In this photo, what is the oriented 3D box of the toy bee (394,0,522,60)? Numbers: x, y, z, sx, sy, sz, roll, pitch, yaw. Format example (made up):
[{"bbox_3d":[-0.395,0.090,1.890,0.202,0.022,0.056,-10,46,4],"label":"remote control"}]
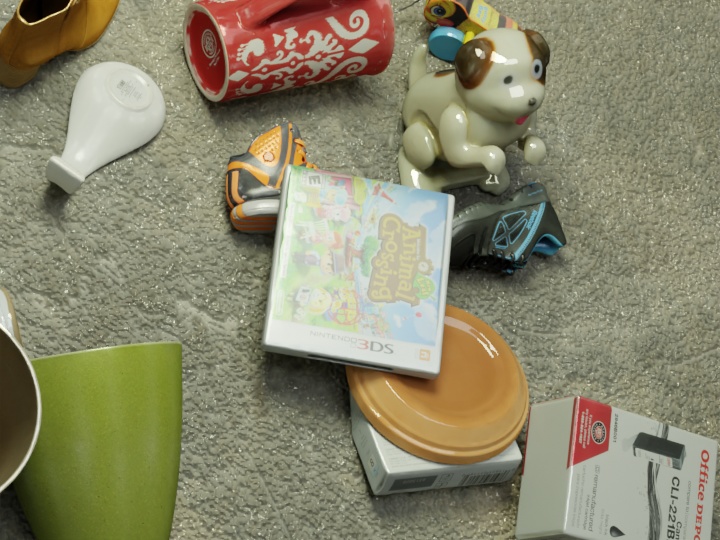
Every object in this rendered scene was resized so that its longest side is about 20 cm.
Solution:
[{"bbox_3d":[0.112,-0.289,1.963,0.199,0.109,0.131,4,67,-24],"label":"toy bee"}]

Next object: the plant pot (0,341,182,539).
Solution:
[{"bbox_3d":[-0.240,0.179,1.545,0.186,0.187,0.201,-6,84,-27],"label":"plant pot"}]

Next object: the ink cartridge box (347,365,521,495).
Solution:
[{"bbox_3d":[0.060,0.134,1.783,0.159,0.047,0.200,-3,51,-26],"label":"ink cartridge box"}]

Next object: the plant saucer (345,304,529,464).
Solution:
[{"bbox_3d":[0.084,0.106,1.759,0.199,0.038,0.201,12,48,-13],"label":"plant saucer"}]

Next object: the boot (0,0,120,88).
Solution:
[{"bbox_3d":[-0.292,-0.276,1.743,0.071,0.144,0.201,40,56,-3],"label":"boot"}]

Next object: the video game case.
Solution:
[{"bbox_3d":[0.000,0.000,1.734,0.181,0.022,0.201,10,67,-9],"label":"video game case"}]

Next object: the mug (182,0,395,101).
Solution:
[{"bbox_3d":[-0.079,-0.273,1.834,0.199,0.178,0.133,-17,44,-26],"label":"mug"}]

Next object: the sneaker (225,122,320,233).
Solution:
[{"bbox_3d":[-0.047,-0.101,1.814,0.199,0.078,0.113,2,66,-24],"label":"sneaker"}]

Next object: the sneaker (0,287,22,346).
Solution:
[{"bbox_3d":[-0.373,0.055,1.528,0.108,0.200,0.070,-14,101,-24],"label":"sneaker"}]

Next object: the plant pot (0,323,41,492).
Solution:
[{"bbox_3d":[-0.383,0.145,1.460,0.187,0.200,0.188,9,65,-19],"label":"plant pot"}]

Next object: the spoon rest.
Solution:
[{"bbox_3d":[-0.268,-0.145,1.752,0.099,0.061,0.200,36,43,-7],"label":"spoon rest"}]

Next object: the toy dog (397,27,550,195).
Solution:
[{"bbox_3d":[0.135,-0.186,1.866,0.139,0.200,0.195,-3,68,-27],"label":"toy dog"}]

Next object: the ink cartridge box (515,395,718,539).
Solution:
[{"bbox_3d":[0.268,0.226,1.769,0.199,0.084,0.145,19,69,-30],"label":"ink cartridge box"}]

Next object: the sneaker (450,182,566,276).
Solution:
[{"bbox_3d":[0.145,-0.032,1.874,0.200,0.073,0.082,-23,79,-31],"label":"sneaker"}]
